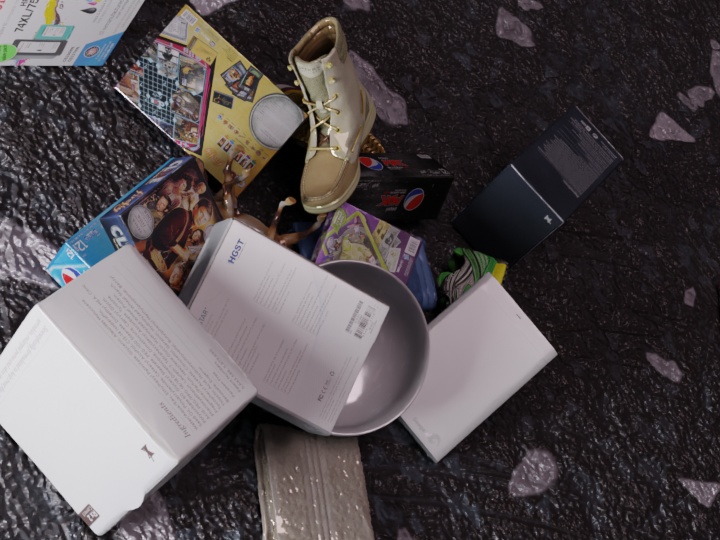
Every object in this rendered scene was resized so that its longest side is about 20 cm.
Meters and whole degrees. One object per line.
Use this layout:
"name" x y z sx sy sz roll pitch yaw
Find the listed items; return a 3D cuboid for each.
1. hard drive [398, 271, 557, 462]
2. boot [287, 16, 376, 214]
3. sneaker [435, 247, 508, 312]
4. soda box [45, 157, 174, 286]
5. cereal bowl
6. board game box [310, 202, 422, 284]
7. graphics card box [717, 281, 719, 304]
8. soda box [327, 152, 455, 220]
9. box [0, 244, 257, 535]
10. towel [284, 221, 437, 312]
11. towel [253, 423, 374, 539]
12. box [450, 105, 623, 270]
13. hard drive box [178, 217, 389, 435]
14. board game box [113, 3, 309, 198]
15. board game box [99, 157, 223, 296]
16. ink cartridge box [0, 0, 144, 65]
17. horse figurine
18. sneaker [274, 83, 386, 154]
"hard drive" 0.123 0.116 1.678 0.200 0.026 0.132 -40 87 -12
"boot" -0.044 -0.182 1.632 0.155 0.071 0.201 68 31 -46
"sneaker" 0.126 0.054 1.772 0.085 0.078 0.201 22 47 -3
"soda box" -0.257 -0.043 1.556 0.068 0.064 0.200 45 46 -2
"cereal bowl" -0.026 0.088 1.577 0.198 0.083 0.202 2 86 -21
"board game box" -0.013 0.032 1.645 0.119 0.032 0.201 26 77 -23
"graphics card box" 0.641 0.093 2.123 0.199 0.051 0.126 25 49 -22
"soda box" 0.025 -0.107 1.775 0.199 0.071 0.063 -3 36 -44
"box" -0.242 0.120 1.363 0.200 0.199 0.131 48 46 2
"towel" 0.000 0.000 1.724 0.199 0.049 0.112 6 60 -33
"towel" -0.047 0.267 1.524 0.132 0.034 0.201 11 55 -32
"box" 0.243 -0.110 1.903 0.107 0.148 0.200 47 45 1
"hard drive box" -0.094 0.061 1.469 0.199 0.077 0.157 30 77 -17
"board game box" -0.180 -0.204 1.683 0.200 0.035 0.136 42 90 -5
"board game box" -0.192 -0.005 1.525 0.136 0.034 0.201 -47 122 -45
"ink cartridge box" -0.381 -0.337 1.606 0.199 0.147 0.147 -7 66 -38
"horse figurine" -0.132 -0.059 1.632 0.200 0.133 0.050 38 32 5
"sneaker" -0.046 -0.179 1.794 0.200 0.075 0.090 38 2 -37
